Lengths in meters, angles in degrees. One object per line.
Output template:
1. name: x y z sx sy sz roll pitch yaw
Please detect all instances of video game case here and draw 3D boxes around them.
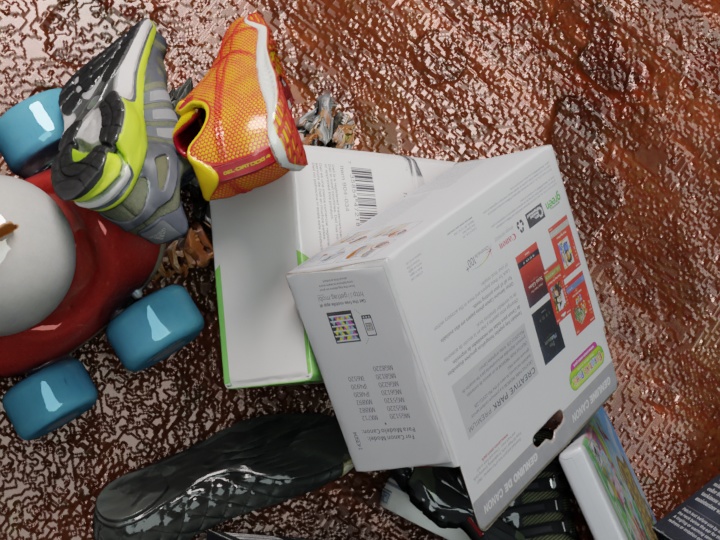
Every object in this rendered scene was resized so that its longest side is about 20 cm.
1. video game case: 0.193 0.196 0.968 0.022 0.182 0.202 -25 89 13

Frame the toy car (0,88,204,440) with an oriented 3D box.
1. toy car: -0.226 0.000 0.864 0.176 0.200 0.186 -32 84 15

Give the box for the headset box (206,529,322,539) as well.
1. headset box: -0.022 0.284 0.931 0.172 0.093 0.203 10 84 -22

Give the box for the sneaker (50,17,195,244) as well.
1. sneaker: -0.142 -0.086 0.883 0.073 0.201 0.081 -31 123 21

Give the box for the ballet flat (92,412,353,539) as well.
1. ballet flat: -0.091 0.149 0.981 0.198 0.057 0.067 -17 44 -15

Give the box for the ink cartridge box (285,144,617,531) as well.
1. ink cartridge box: 0.067 0.040 0.887 0.199 0.083 0.177 -33 109 -47

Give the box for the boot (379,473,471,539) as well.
1. boot: 0.119 0.168 1.004 0.198 0.073 0.091 27 84 -7

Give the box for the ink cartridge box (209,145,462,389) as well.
1. ink cartridge box: 0.000 0.000 0.947 0.199 0.083 0.147 1 81 -49

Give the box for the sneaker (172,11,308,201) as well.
1. sneaker: -0.079 -0.105 0.854 0.076 0.200 0.074 -18 113 4

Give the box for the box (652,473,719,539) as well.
1. box: 0.346 0.216 0.995 0.197 0.123 0.201 -34 111 -11

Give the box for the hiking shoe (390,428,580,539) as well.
1. hiking shoe: 0.117 0.159 0.937 0.200 0.076 0.101 40 82 5

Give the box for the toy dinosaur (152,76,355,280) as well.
1. toy dinosaur: -0.095 -0.061 0.982 0.200 0.102 0.136 -48 111 -32
